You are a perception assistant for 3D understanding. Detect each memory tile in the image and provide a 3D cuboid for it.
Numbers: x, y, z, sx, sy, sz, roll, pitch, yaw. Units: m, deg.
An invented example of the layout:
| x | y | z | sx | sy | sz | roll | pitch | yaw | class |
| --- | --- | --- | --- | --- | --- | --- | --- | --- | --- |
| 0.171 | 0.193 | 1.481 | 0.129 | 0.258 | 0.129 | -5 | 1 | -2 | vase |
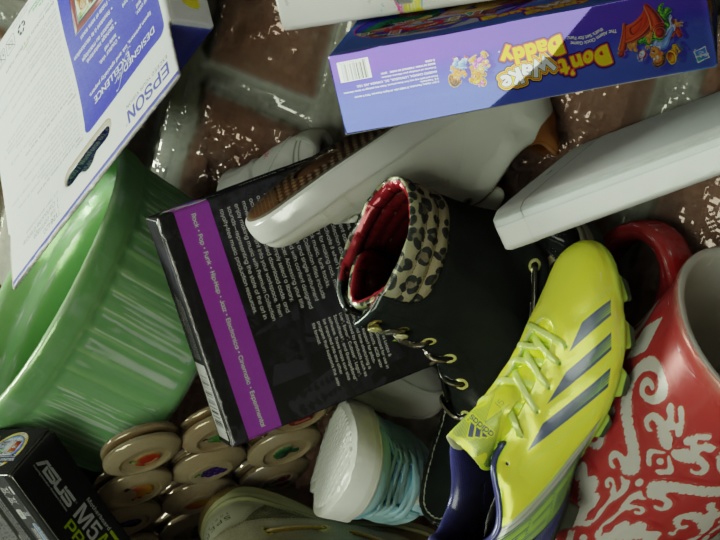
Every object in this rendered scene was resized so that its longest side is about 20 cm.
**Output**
| x | y | z | sx | sy | sz | roll | pitch | yaw | class |
| --- | --- | --- | --- | --- | --- | --- | --- | --- | --- |
| -0.099 | 0.132 | 1.505 | 0.200 | 0.153 | 0.017 | 110 | 142 | -60 | memory tile |

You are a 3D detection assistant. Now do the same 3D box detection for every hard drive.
| x | y | z | sx | sy | sz | roll | pitch | yaw | class |
| --- | --- | --- | --- | --- | --- | --- | --- | --- | --- |
| 0.183 | -0.071 | 1.305 | 0.200 | 0.132 | 0.027 | -20 | 100 | 33 | hard drive |

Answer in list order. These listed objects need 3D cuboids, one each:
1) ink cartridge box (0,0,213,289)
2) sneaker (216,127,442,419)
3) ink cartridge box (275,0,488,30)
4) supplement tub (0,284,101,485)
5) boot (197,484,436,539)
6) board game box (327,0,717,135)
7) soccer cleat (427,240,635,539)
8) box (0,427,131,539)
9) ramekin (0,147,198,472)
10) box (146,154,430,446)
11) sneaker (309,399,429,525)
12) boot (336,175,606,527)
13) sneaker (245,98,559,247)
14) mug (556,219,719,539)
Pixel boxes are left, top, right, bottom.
| x | y | z | sx | sy | sz | roll | pitch | yaw | class |
| --- | --- | --- | --- | --- | --- | --- | --- | --- | --- |
| -0.161 | -0.118 | 1.460 | 0.198 | 0.047 | 0.200 | -48 | 42 | 33 | ink cartridge box |
| 0.000 | 0.000 | 1.472 | 0.099 | 0.078 | 0.200 | -37 | 93 | 28 | sneaker |
| 0.059 | -0.191 | 1.336 | 0.199 | 0.115 | 0.068 | -5 | 108 | 29 | ink cartridge box |
| -0.242 | 0.118 | 1.620 | 0.122 | 0.122 | 0.200 | -25 | 92 | 34 | supplement tub |
| 0.000 | 0.210 | 1.473 | 0.199 | 0.155 | 0.072 | 18 | 108 | -16 | boot |
| 0.092 | -0.128 | 1.297 | 0.199 | 0.135 | 0.045 | -10 | 105 | 12 | board game box |
| 0.093 | 0.078 | 1.331 | 0.065 | 0.083 | 0.201 | 36 | 112 | 60 | soccer cleat |
| -0.201 | 0.187 | 1.486 | 0.160 | 0.044 | 0.200 | -6 | 124 | 45 | box |
| -0.161 | 0.029 | 1.497 | 0.098 | 0.200 | 0.200 | 29 | 126 | -18 | ramekin |
| -0.012 | 0.002 | 1.419 | 0.036 | 0.199 | 0.143 | -166 | 57 | -72 | box |
| 0.017 | 0.121 | 1.459 | 0.082 | 0.200 | 0.074 | 15 | 91 | -3 | sneaker |
| 0.043 | 0.048 | 1.370 | 0.073 | 0.153 | 0.204 | 34 | 105 | 50 | boot |
| 0.032 | -0.050 | 1.373 | 0.085 | 0.200 | 0.073 | 64 | 164 | -12 | sneaker |
| 0.180 | 0.084 | 1.398 | 0.133 | 0.178 | 0.200 | 21 | 131 | -22 | mug |
